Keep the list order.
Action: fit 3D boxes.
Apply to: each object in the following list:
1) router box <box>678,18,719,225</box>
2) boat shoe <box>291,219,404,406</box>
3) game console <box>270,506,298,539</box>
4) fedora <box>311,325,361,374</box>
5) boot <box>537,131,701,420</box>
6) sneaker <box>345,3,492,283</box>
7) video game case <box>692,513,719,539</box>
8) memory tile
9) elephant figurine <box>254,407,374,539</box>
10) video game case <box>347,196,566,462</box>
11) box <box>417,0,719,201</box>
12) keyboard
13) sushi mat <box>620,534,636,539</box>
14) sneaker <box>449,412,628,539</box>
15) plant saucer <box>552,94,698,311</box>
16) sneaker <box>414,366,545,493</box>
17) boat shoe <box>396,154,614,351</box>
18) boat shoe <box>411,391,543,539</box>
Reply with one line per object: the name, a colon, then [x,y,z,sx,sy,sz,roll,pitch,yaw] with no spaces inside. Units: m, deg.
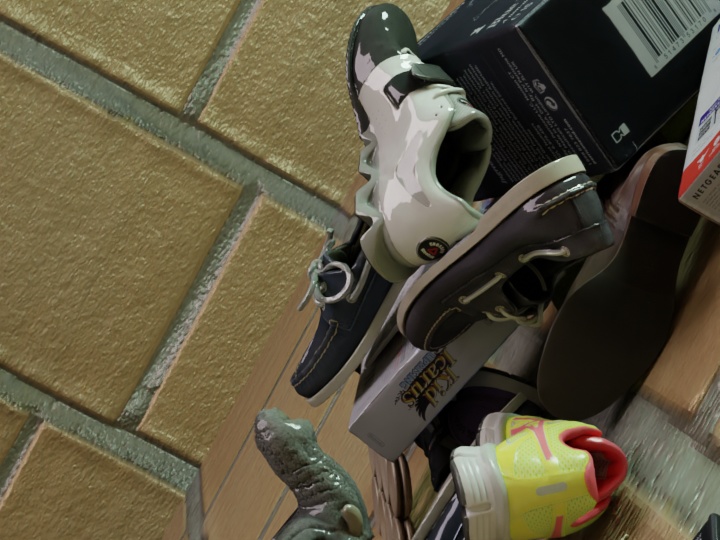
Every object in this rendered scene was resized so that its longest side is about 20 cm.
router box: [0.262,-0.144,1.122,0.200,0.049,0.180,-56,9,42]
boat shoe: [0.000,0.000,1.346,0.200,0.062,0.075,-58,15,20]
game console: [-0.075,0.252,1.298,0.177,0.031,0.200,-52,11,26]
fedora: [0.053,0.036,1.669,0.200,0.092,0.201,-40,-15,-14]
boot: [0.161,-0.003,1.274,0.187,0.064,0.200,-61,5,5]
sneaker: [0.045,-0.093,1.242,0.088,0.074,0.201,-26,54,30]
video game case: [0.116,0.227,0.850,0.181,0.025,0.200,-58,9,28]
memory tile: [0.023,0.151,1.539,0.200,0.017,0.154,-136,41,-82]
elephant figurine: [-0.007,0.202,1.105,0.142,0.200,0.155,-58,8,26]
video game case: [0.071,0.019,1.383,0.181,0.045,0.200,-51,9,20]
box: [0.149,-0.157,1.327,0.197,0.118,0.200,-43,13,-22]
keyboard: [0.043,-0.005,1.442,0.056,0.011,0.200,-46,11,37]
sushi mat: [0.081,0.224,0.944,0.200,0.012,0.096,-60,7,21]
sneaker: [0.112,0.120,1.145,0.200,0.090,0.078,-23,-80,-78]
plant saucer: [0.178,-0.081,1.487,0.200,0.048,0.200,-60,7,14]
sneaker: [0.066,0.127,1.410,0.200,0.075,0.088,139,151,-73]
boat shoe: [0.086,0.008,1.194,0.073,0.063,0.200,-23,-17,-37]
boat shoe: [0.066,0.170,1.258,0.200,0.062,0.075,-55,-11,-19]
